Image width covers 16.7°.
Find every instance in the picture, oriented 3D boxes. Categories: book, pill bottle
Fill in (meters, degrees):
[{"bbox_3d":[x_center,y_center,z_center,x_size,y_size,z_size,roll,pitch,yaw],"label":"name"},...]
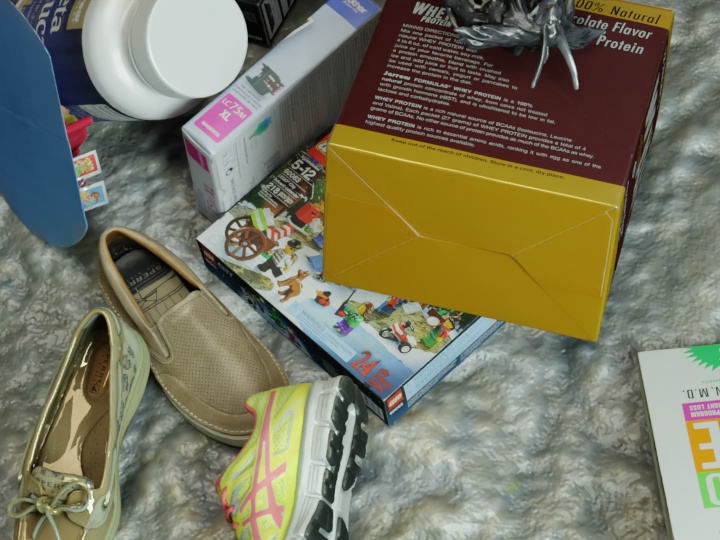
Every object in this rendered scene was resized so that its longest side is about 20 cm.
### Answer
[{"bbox_3d":[0.256,0.119,1.570,0.133,0.048,0.200,-8,35,4],"label":"book"},{"bbox_3d":[-0.167,-0.163,1.763,0.111,0.111,0.200,-51,27,-22],"label":"pill bottle"}]

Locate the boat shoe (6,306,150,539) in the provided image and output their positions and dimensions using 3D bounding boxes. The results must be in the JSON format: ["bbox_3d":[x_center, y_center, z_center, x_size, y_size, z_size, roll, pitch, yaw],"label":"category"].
[{"bbox_3d":[-0.196,0.124,1.649,0.073,0.063,0.201,6,72,14],"label":"boat shoe"}]

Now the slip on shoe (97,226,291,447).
[{"bbox_3d":[-0.118,0.042,1.704,0.076,0.061,0.200,-33,58,-12],"label":"slip on shoe"}]

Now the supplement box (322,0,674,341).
[{"bbox_3d":[0.095,-0.086,1.673,0.197,0.133,0.200,12,48,9],"label":"supplement box"}]

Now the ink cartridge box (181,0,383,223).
[{"bbox_3d":[-0.041,-0.125,1.763,0.200,0.119,0.042,-40,68,-17],"label":"ink cartridge box"}]

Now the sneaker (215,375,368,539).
[{"bbox_3d":[-0.057,0.165,1.608,0.090,0.078,0.201,2,62,24],"label":"sneaker"}]

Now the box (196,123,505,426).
[{"bbox_3d":[0.000,0.000,1.725,0.137,0.038,0.200,-41,60,-17],"label":"box"}]

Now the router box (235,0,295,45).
[{"bbox_3d":[-0.128,-0.273,1.916,0.199,0.052,0.158,18,61,20],"label":"router box"}]

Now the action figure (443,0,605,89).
[{"bbox_3d":[0.098,-0.211,1.631,0.118,0.102,0.200,-7,46,-25],"label":"action figure"}]

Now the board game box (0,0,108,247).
[{"bbox_3d":[-0.232,-0.118,1.757,0.039,0.201,0.158,-24,30,-28],"label":"board game box"}]
